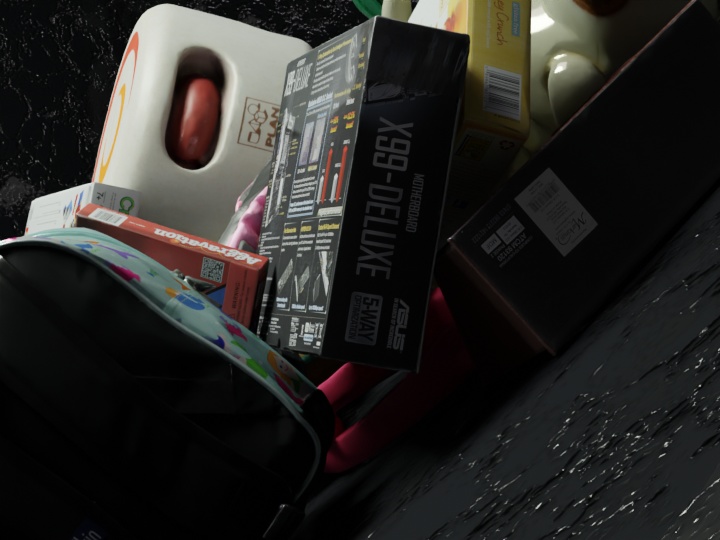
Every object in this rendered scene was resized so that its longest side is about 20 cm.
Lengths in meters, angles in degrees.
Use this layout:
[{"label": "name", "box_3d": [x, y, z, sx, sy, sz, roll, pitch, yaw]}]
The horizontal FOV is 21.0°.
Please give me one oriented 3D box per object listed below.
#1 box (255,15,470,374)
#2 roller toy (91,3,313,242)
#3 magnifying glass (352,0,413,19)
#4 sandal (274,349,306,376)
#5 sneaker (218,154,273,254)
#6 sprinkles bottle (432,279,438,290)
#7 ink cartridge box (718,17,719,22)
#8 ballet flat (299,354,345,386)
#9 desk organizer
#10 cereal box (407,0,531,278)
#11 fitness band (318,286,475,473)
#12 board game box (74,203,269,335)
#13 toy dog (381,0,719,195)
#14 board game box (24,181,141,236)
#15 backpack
[{"label": "box", "box_3d": [-0.007, -0.034, 0.963, 0.200, 0.050, 0.158, 176, 103, -76]}, {"label": "roller toy", "box_3d": [-0.101, -0.078, 1.322, 0.200, 0.140, 0.183, -97, 24, -58]}, {"label": "magnifying glass", "box_3d": [0.091, -0.167, 1.162, 0.080, 0.200, 0.022, 98, 179, -45]}, {"label": "sandal", "box_3d": [-0.105, 0.070, 1.118, 0.200, 0.043, 0.076, 2, 79, 49]}, {"label": "sneaker", "box_3d": [-0.043, -0.031, 1.138, 0.095, 0.079, 0.200, -20, 22, 37]}, {"label": "sprinkles bottle", "box_3d": [0.091, -0.046, 1.269, 0.200, 0.068, 0.068, -41, 4, 6]}, {"label": "ink cartridge box", "box_3d": [0.286, -0.212, 1.129, 0.200, 0.075, 0.165, -45, 6, -36]}, {"label": "ballet flat", "box_3d": [0.000, 0.000, 1.178, 0.063, 0.069, 0.200, -27, 25, 32]}, {"label": "desk organizer", "box_3d": [0.113, -0.037, 0.945, 0.200, 0.072, 0.077, -44, 2, -28]}, {"label": "cereal box", "box_3d": [0.036, -0.073, 1.017, 0.200, 0.039, 0.144, 122, 157, -52]}, {"label": "fitness band", "box_3d": [0.023, 0.055, 1.090, 0.144, 0.037, 0.200, -40, 4, -12]}, {"label": "board game box", "box_3d": [-0.113, 0.071, 1.028, 0.019, 0.103, 0.200, -49, -27, -61]}, {"label": "toy dog", "box_3d": [0.124, -0.135, 1.102, 0.140, 0.194, 0.200, -28, -14, -46]}, {"label": "board game box", "box_3d": [-0.187, 0.013, 1.228, 0.200, 0.035, 0.126, 179, 103, -70]}, {"label": "backpack", "box_3d": [-0.129, 0.077, 0.931, 0.178, 0.200, 0.151, -54, 5, 7]}]
